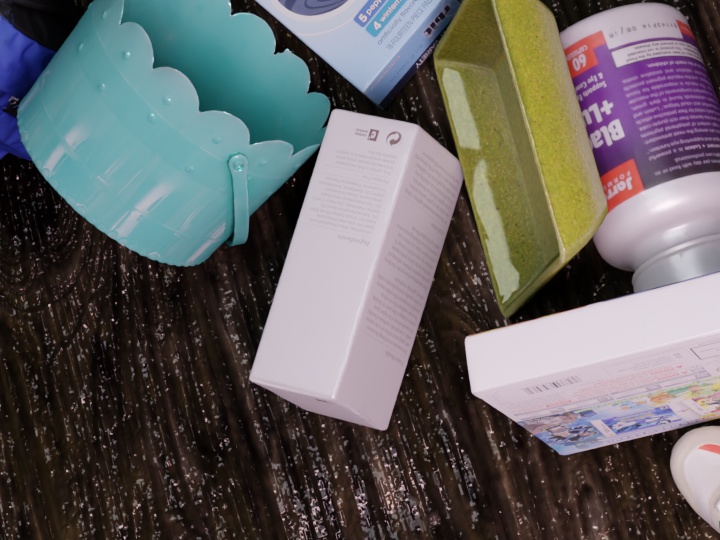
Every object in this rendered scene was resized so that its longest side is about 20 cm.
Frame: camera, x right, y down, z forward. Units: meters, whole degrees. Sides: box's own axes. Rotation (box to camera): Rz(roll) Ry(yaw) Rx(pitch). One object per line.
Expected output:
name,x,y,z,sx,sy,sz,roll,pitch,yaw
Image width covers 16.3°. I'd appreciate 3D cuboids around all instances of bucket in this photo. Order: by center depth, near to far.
bucket,-0.133,-0.110,1.776,0.135,0.207,0.207,-47,62,22

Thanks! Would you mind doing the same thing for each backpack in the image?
backpack,-0.298,-0.168,1.866,0.168,0.200,0.163,-45,64,5

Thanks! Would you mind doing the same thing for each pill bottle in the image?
pill bottle,0.197,-0.068,1.679,0.111,0.111,0.200,-24,67,15

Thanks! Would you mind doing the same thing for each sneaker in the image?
sneaker,0.271,0.163,1.592,0.070,0.093,0.200,-47,64,4

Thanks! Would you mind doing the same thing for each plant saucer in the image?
plant saucer,0.110,-0.084,1.678,0.048,0.200,0.200,-12,80,-11

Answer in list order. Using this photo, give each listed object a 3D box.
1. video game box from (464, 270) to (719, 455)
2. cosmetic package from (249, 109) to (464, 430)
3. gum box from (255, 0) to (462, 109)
video game box,0.191,0.059,1.606,0.200,0.182,0.047,-15,66,18
cosmetic package,0.000,0.000,1.749,0.071,0.101,0.200,12,79,26
gum box,-0.001,-0.245,1.850,0.170,0.045,0.200,-49,62,4
